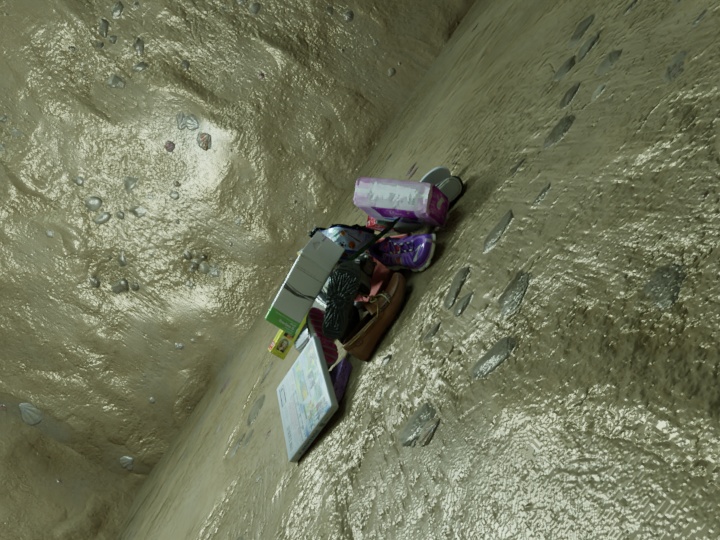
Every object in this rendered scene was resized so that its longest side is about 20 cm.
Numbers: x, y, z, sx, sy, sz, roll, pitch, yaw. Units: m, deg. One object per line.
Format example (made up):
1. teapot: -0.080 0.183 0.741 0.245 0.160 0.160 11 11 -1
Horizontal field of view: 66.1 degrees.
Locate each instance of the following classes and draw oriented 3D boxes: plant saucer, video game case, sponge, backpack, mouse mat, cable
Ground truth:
1. plant saucer: 0.048 0.004 1.401 0.202 0.036 0.199 -59 19 -14
2. video game case: -0.121 0.277 1.206 0.183 0.022 0.201 -55 33 25
3. sponge: -0.093 0.290 1.249 0.200 0.030 0.112 -46 15 38
4. backpack: -0.039 -0.064 1.607 0.190 0.196 0.157 149 122 -68
5. mouse mat: 0.007 -0.049 1.279 0.199 0.008 0.161 -38 -2 -10
6. cable: -0.117 0.151 1.591 0.200 0.069 0.202 -44 16 48

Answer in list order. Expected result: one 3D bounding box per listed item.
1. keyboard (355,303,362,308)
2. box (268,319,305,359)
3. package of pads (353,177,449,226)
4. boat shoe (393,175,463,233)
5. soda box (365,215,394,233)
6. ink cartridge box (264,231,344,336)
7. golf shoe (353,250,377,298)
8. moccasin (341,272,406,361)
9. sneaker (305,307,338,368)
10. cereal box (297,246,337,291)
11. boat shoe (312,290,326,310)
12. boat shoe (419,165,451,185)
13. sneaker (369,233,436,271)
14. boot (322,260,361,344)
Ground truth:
1. keyboard: -0.007 0.087 1.489 0.201 0.011 0.057 -50 13 23
2. box: -0.195 0.156 1.611 0.202 0.050 0.075 -60 13 -6
3. package of pads: 0.091 -0.155 1.254 0.197 0.120 0.077 10 83 32
4. boat shoe: 0.164 -0.154 1.324 0.199 0.067 0.057 -35 1 24
5. soda box: 0.063 -0.138 1.455 0.200 0.069 0.065 -161 86 -84
6. ink cartridge box: -0.130 0.029 1.307 0.201 0.083 0.146 -57 3 28
7. golf shoe: 0.000 0.000 1.356 0.088 0.077 0.200 -46 19 6
8. moccasin: 0.030 0.090 1.183 0.203 0.077 0.074 -56 12 -3
9. sneaker: -0.105 0.173 1.328 0.088 0.073 0.201 -58 29 28
10. cereal box: -0.103 -0.001 1.516 0.039 0.145 0.199 -33 10 -17
11. boat shoe: -0.082 0.098 1.454 0.056 0.200 0.068 -18 -48 -32
12. boat shoe: 0.163 -0.190 1.439 0.202 0.070 0.070 -57 13 23
13. sneaker: 0.089 -0.042 1.224 0.199 0.082 0.082 -13 62 54
14. boot: -0.027 0.081 1.251 0.200 0.071 0.185 30 -101 -73
